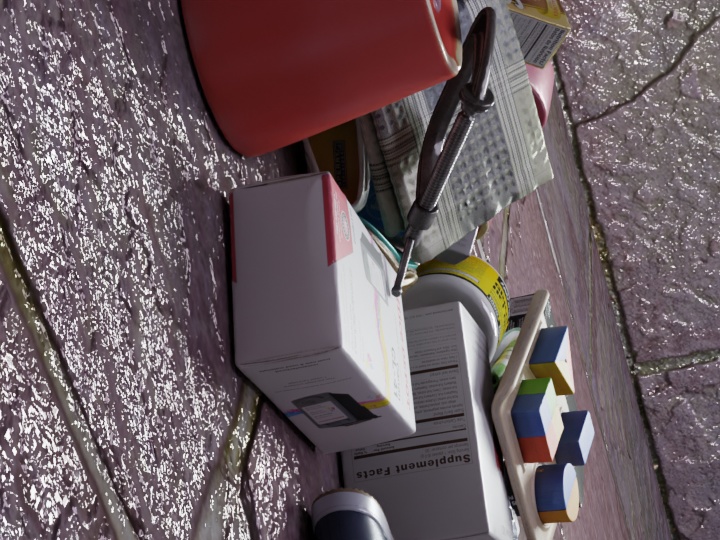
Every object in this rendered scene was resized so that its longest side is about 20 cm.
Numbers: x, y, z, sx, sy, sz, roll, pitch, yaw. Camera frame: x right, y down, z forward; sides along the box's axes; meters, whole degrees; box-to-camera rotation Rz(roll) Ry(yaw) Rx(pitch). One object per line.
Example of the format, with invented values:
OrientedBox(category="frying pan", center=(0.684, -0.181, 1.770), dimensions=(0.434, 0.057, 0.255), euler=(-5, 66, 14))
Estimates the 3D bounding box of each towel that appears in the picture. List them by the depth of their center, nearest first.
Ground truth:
OrientedBox(category="towel", center=(0.077, -0.128, 1.605), dimensions=(0.193, 0.035, 0.200), euler=(-33, 114, -37))
OrientedBox(category="towel", center=(0.104, 0.132, 1.836), dimensions=(0.031, 0.149, 0.200), euler=(35, 15, 5))

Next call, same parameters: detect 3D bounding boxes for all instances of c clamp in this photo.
OrientedBox(category="c clamp", center=(0.072, -0.102, 1.469), dimensions=(0.171, 0.027, 0.200), euler=(-81, -170, -52))

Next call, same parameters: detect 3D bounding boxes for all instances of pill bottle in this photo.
OrientedBox(category="pill bottle", center=(0.089, 0.043, 1.834), dimensions=(0.200, 0.112, 0.113), euler=(-47, 125, -75))

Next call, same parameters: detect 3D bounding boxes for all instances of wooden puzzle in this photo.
OrientedBox(category="wooden puzzle", center=(0.169, 0.143, 1.658), dimensions=(0.185, 0.046, 0.200), euler=(-62, 144, -57))

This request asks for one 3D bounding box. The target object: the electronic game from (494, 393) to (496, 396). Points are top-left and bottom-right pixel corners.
OrientedBox(category="electronic game", center=(0.115, 0.174, 1.764), dimensions=(0.200, 0.042, 0.200), euler=(-56, 173, -10))

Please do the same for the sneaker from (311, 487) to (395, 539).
OrientedBox(category="sneaker", center=(0.018, 0.264, 1.437), dimensions=(0.109, 0.070, 0.200), euler=(-96, 160, -43))

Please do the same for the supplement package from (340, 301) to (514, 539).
OrientedBox(category="supplement package", center=(0.053, 0.145, 1.581), dimensions=(0.121, 0.120, 0.200), euler=(48, 33, -67))

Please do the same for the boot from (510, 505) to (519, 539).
OrientedBox(category="boot", center=(0.122, 0.263, 1.916), dimensions=(0.200, 0.073, 0.090), euler=(-83, 152, -75))

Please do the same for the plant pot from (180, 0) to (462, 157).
OrientedBox(category="plant pot", center=(-0.024, -0.199, 1.427), dimensions=(0.200, 0.177, 0.201), euler=(-11, 90, -77))

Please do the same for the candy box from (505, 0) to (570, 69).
OrientedBox(category="candy box", center=(0.086, -0.265, 1.715), dimensions=(0.055, 0.200, 0.116), euler=(-57, -149, 36))

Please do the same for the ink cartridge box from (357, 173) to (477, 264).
OrientedBox(category="ink cartridge box", center=(0.067, -0.119, 1.692), dimensions=(0.068, 0.116, 0.200), euler=(137, -31, -79))

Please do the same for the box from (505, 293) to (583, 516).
OrientedBox(category="box", center=(0.167, 0.151, 2.052), dimensions=(0.149, 0.124, 0.200), euler=(-72, 149, -62))

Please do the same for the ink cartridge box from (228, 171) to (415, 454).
OrientedBox(category="ink cartridge box", center=(-0.028, 0.035, 1.413), dimensions=(0.200, 0.086, 0.148), euler=(51, 30, -61))

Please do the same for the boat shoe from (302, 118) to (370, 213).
OrientedBox(category="boat shoe", center=(-0.028, -0.144, 1.578), dimensions=(0.086, 0.075, 0.202), euler=(-157, -118, -86))

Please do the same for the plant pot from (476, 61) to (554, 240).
OrientedBox(category="plant pot", center=(0.077, -0.131, 1.814), dimensions=(0.200, 0.200, 0.179), euler=(58, 40, -57))

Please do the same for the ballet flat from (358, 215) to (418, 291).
OrientedBox(category="ballet flat", center=(0.000, 0.000, 1.606), dimensions=(0.068, 0.072, 0.200), euler=(37, 0, 13))
